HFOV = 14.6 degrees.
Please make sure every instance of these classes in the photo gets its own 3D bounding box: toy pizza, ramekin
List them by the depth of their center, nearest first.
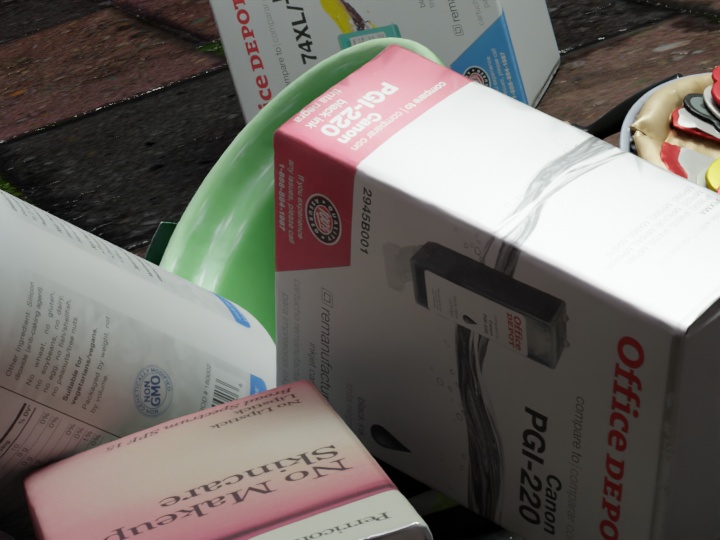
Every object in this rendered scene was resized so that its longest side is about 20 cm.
[{"bbox_3d":[0.217,-0.038,1.304,0.199,0.032,0.201,13,36,-9],"label":"toy pizza"},{"bbox_3d":[0.000,0.000,1.323,0.200,0.098,0.201,-36,32,28],"label":"ramekin"}]

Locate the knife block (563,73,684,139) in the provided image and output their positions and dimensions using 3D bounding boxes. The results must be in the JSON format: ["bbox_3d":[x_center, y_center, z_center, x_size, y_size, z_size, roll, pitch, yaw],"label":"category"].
[{"bbox_3d":[0.096,-0.029,1.420,0.176,0.064,0.200,-48,26,-18],"label":"knife block"}]

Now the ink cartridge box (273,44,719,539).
[{"bbox_3d":[0.065,0.021,1.107,0.199,0.146,0.085,26,44,29],"label":"ink cartridge box"}]

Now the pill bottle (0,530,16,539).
[{"bbox_3d":[-0.228,0.149,1.151,0.199,0.112,0.111,-6,18,33],"label":"pill bottle"}]

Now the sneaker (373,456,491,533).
[{"bbox_3d":[0.003,0.074,1.234,0.199,0.083,0.072,-16,15,2],"label":"sneaker"}]

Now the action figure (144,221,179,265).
[{"bbox_3d":[-0.051,0.016,1.492,0.054,0.119,0.200,5,13,19],"label":"action figure"}]

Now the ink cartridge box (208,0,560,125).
[{"bbox_3d":[0.018,-0.173,1.967,0.199,0.147,0.146,-12,16,17],"label":"ink cartridge box"}]

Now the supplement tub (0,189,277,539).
[{"bbox_3d":[-0.139,0.043,1.165,0.132,0.133,0.200,1,-20,46],"label":"supplement tub"}]

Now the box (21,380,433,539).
[{"bbox_3d":[-0.042,0.130,1.037,0.127,0.110,0.200,-18,15,-9],"label":"box"}]
